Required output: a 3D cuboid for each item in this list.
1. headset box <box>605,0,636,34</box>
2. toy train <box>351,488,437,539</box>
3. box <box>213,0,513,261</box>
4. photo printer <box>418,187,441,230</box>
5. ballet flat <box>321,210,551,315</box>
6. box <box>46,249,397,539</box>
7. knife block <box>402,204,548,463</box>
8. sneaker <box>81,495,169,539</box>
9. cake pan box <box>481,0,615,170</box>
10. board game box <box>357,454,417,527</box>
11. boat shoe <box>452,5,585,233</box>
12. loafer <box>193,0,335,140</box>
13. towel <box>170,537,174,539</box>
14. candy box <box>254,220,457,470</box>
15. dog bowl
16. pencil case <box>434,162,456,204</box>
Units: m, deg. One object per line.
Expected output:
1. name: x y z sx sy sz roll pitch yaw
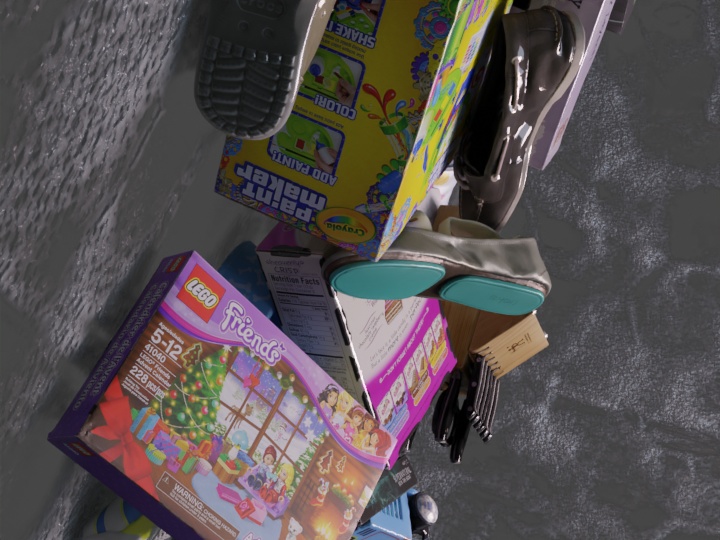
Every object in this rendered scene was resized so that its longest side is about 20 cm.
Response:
1. headset box: 0.170 -0.297 1.117 0.093 0.199 0.174 -66 170 -1
2. toy train: -0.028 0.238 1.151 0.200 0.114 0.087 -30 -133 30
3. box: 0.015 -0.146 0.852 0.200 0.122 0.193 -53 163 -58
4. photo printer: 0.000 0.000 1.101 0.200 0.069 0.167 -6 102 -63
5. ballet flat: 0.051 -0.010 0.908 0.067 0.199 0.064 -36 -125 44
6. box: -0.076 0.104 0.790 0.039 0.200 0.137 -12 -138 48
7. knife block: 0.062 0.063 1.113 0.175 0.200 0.064 -32 144 1
8. sneaker: -0.113 0.115 0.886 0.200 0.105 0.076 -26 173 -11
9. cake pan box: 0.089 -0.197 0.951 0.052 0.184 0.200 -53 164 -54
10. board game box: -0.039 0.189 0.974 0.135 0.028 0.200 -25 173 12
11. boat shoe: 0.095 -0.104 0.912 0.200 0.057 0.067 111 -28 -43
12. loafer: -0.040 -0.170 0.683 0.070 0.075 0.200 -74 -173 -63
13. towel: -0.098 0.173 0.991 0.200 0.023 0.153 -58 168 -3
14. candy box: 0.002 0.030 0.971 0.136 0.061 0.201 -52 137 -45
15. dog bowl: -0.101 0.079 0.969 0.111 0.049 0.201 -21 134 -77
16. pencil case: 0.045 -0.049 1.366 0.091 0.083 0.200 -64 173 -56
